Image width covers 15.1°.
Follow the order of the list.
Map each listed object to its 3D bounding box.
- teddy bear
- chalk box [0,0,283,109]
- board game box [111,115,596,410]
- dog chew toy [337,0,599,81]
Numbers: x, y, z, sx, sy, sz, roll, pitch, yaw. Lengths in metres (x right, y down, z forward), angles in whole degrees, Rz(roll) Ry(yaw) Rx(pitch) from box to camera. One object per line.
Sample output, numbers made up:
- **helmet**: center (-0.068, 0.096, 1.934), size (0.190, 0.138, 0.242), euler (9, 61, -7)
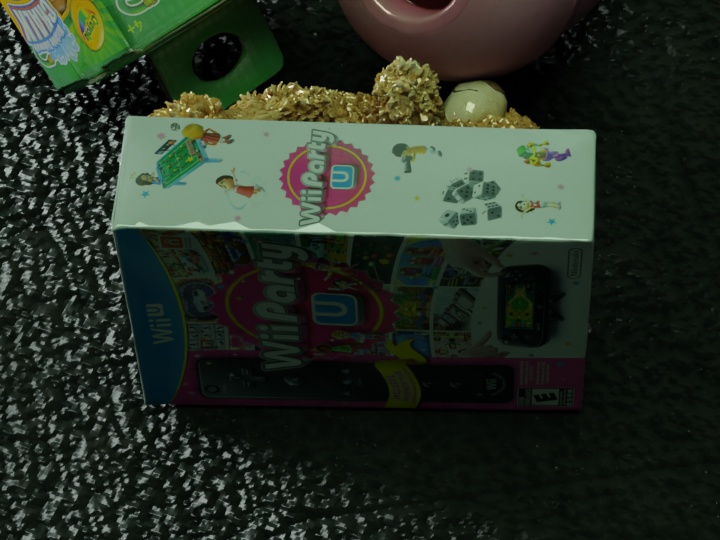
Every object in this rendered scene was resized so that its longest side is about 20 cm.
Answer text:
- **teddy bear**: center (-0.006, -0.056, 1.231), size (0.200, 0.145, 0.067), euler (-7, 63, 3)
- **chalk box**: center (-0.108, -0.168, 1.297), size (0.125, 0.124, 0.200), euler (-37, 98, -21)
- **board game box**: center (0.000, 0.000, 1.185), size (0.200, 0.148, 0.064), euler (2, 57, 3)
- **dog chew toy**: center (0.068, -0.161, 1.296), size (0.124, 0.125, 0.200), euler (26, 25, 19)
